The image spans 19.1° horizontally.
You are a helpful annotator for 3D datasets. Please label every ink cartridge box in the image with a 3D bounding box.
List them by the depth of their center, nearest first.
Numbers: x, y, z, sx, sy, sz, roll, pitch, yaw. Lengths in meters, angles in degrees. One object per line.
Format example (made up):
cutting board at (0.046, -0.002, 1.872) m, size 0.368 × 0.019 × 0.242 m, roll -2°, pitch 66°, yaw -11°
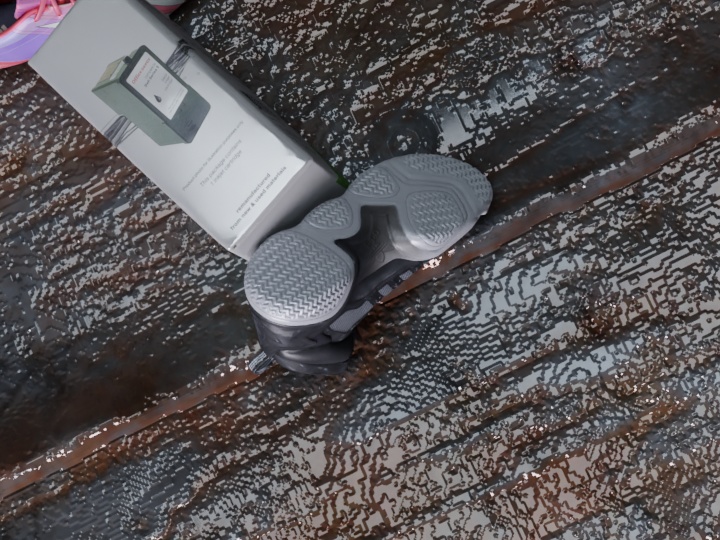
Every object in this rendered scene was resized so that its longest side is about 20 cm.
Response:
ink cartridge box at (-0.108, -0.095, 1.447) m, size 0.200 × 0.145 × 0.084 m, roll 43°, pitch 94°, yaw 17°

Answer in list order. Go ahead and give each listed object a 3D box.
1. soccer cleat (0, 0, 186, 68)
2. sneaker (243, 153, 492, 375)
soccer cleat at (-0.204, -0.196, 1.524) m, size 0.199 × 0.076 × 0.067 m, roll -18°, pitch 77°, yaw 11°
sneaker at (0.000, 0.000, 1.443) m, size 0.200 × 0.114 × 0.075 m, roll -30°, pitch 63°, yaw -29°
